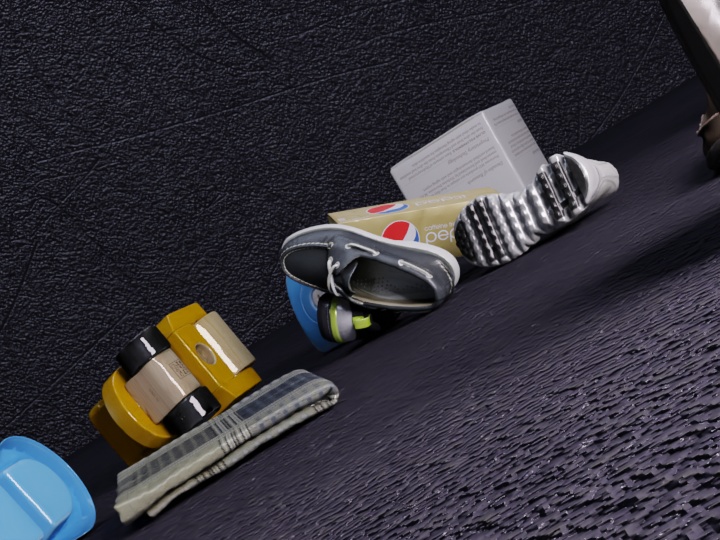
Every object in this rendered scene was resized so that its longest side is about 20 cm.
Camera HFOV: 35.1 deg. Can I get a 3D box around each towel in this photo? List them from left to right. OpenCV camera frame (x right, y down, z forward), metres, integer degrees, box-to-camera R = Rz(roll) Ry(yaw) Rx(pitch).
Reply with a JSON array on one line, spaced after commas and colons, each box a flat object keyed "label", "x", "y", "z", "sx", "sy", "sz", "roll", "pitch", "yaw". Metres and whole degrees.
[{"label": "towel", "x": -0.113, "y": 0.145, "z": 0.942, "sx": 0.199, "sy": 0.035, "sz": 0.192, "roll": -29, "pitch": 4, "yaw": -10}]

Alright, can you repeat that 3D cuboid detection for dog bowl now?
[{"label": "dog bowl", "x": -0.302, "y": 0.212, "z": 0.976, "sx": 0.050, "sy": 0.112, "sz": 0.200, "roll": -43, "pitch": 0, "yaw": 9}]

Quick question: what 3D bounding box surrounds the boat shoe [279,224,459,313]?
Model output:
[{"label": "boat shoe", "x": 0.000, "y": 0.000, "z": 1.167, "sx": 0.198, "sy": 0.076, "sz": 0.060, "roll": 3, "pitch": 29, "yaw": 23}]

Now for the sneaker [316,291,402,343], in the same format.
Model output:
[{"label": "sneaker", "x": 0.025, "y": 0.039, "z": 1.265, "sx": 0.082, "sy": 0.073, "sz": 0.200, "roll": -4, "pitch": 15, "yaw": 25}]

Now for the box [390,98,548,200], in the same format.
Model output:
[{"label": "box", "x": 0.196, "y": -0.162, "z": 1.941, "sx": 0.199, "sy": 0.172, "sz": 0.199, "roll": -31, "pitch": 1, "yaw": 26}]

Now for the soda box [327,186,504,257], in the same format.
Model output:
[{"label": "soda box", "x": 0.067, "y": -0.045, "z": 1.296, "sx": 0.198, "sy": 0.065, "sz": 0.068, "roll": -11, "pitch": 14, "yaw": -10}]

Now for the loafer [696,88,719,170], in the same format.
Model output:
[{"label": "loafer", "x": 0.299, "y": -0.134, "z": 0.908, "sx": 0.073, "sy": 0.072, "sz": 0.200, "roll": -30, "pitch": 2, "yaw": 26}]

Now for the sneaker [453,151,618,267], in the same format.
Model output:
[{"label": "sneaker", "x": 0.176, "y": -0.058, "z": 1.154, "sx": 0.081, "sy": 0.076, "sz": 0.199, "roll": -13, "pitch": -9, "yaw": -43}]

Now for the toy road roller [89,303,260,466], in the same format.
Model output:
[{"label": "toy road roller", "x": -0.224, "y": 0.139, "z": 1.325, "sx": 0.146, "sy": 0.123, "sz": 0.200, "roll": -43, "pitch": -5, "yaw": 23}]

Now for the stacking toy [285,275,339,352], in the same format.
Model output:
[{"label": "stacking toy", "x": 0.016, "y": 0.019, "z": 1.436, "sx": 0.199, "sy": 0.117, "sz": 0.110, "roll": -12, "pitch": -18, "yaw": -47}]

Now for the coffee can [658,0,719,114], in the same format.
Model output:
[{"label": "coffee can", "x": 0.266, "y": -0.147, "z": 0.568, "sx": 0.199, "sy": 0.147, "sz": 0.146, "roll": -30, "pitch": 2, "yaw": 15}]
